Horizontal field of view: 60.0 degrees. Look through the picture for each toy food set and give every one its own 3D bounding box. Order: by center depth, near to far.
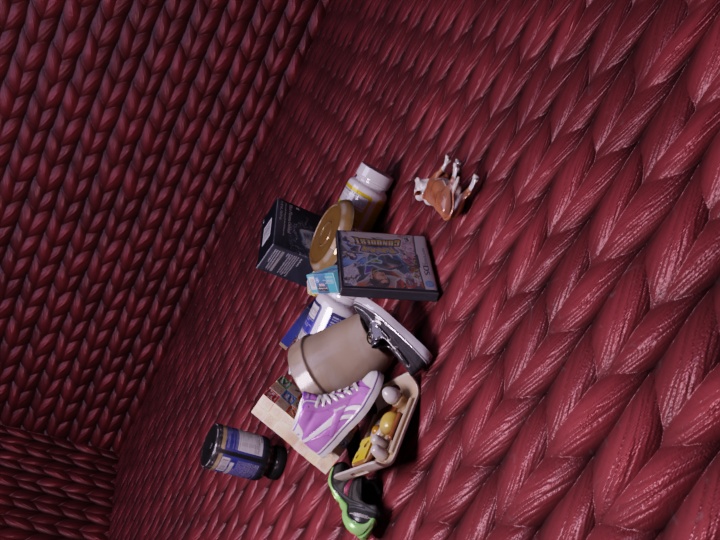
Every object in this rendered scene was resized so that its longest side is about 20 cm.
[{"bbox_3d":[0.027,0.294,1.173,0.143,0.060,0.201,-39,16,47],"label":"toy food set"}]

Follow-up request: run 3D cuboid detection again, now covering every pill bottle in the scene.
[{"bbox_3d":[-0.066,0.118,1.505,0.202,0.119,0.120,-64,24,8],"label":"pill bottle"},{"bbox_3d":[-0.294,0.468,1.587,0.112,0.199,0.113,-46,31,39],"label":"pill bottle"},{"bbox_3d":[-0.001,-0.170,1.619,0.201,0.113,0.114,-61,25,13],"label":"pill bottle"}]

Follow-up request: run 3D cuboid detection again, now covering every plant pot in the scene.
[{"bbox_3d":[-0.025,0.184,1.308,0.173,0.200,0.201,-40,32,18],"label":"plant pot"},{"bbox_3d":[-0.077,-0.086,1.533,0.200,0.027,0.202,-46,31,39],"label":"plant pot"}]

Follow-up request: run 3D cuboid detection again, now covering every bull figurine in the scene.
[{"bbox_3d":[0.175,-0.174,1.309,0.122,0.065,0.200,-63,25,19],"label":"bull figurine"}]

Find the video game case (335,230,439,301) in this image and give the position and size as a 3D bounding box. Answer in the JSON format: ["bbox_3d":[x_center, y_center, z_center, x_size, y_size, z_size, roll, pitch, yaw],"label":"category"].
[{"bbox_3d":[0.051,-0.013,1.281,0.182,0.197,0.026,-96,14,-47],"label":"video game case"}]

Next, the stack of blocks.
[{"bbox_3d":[-0.114,0.313,1.305,0.059,0.199,0.115,-54,-5,25],"label":"stack of blocks"}]

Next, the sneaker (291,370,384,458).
[{"bbox_3d":[-0.049,0.252,1.201,0.201,0.114,0.073,-48,6,-5],"label":"sneaker"}]

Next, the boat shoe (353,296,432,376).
[{"bbox_3d":[0.048,0.128,1.208,0.066,0.200,0.070,-44,-23,-13],"label":"boat shoe"}]

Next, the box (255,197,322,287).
[{"bbox_3d":[-0.185,-0.077,1.822,0.118,0.198,0.198,-48,31,38],"label":"box"}]

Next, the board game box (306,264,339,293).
[{"bbox_3d":[0.000,0.000,1.387,0.151,0.198,0.047,-4,104,64],"label":"board game box"}]

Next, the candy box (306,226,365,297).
[{"bbox_3d":[-0.037,-0.008,1.555,0.201,0.116,0.057,-55,26,29],"label":"candy box"}]

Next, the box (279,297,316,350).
[{"bbox_3d":[-0.143,0.121,1.711,0.200,0.032,0.121,-50,1,33],"label":"box"}]

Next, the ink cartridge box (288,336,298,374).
[{"bbox_3d":[-0.136,0.240,1.640,0.146,0.048,0.201,-50,27,34],"label":"ink cartridge box"}]

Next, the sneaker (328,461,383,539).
[{"bbox_3d":[-0.002,0.427,1.187,0.084,0.077,0.200,-44,25,-2],"label":"sneaker"}]
